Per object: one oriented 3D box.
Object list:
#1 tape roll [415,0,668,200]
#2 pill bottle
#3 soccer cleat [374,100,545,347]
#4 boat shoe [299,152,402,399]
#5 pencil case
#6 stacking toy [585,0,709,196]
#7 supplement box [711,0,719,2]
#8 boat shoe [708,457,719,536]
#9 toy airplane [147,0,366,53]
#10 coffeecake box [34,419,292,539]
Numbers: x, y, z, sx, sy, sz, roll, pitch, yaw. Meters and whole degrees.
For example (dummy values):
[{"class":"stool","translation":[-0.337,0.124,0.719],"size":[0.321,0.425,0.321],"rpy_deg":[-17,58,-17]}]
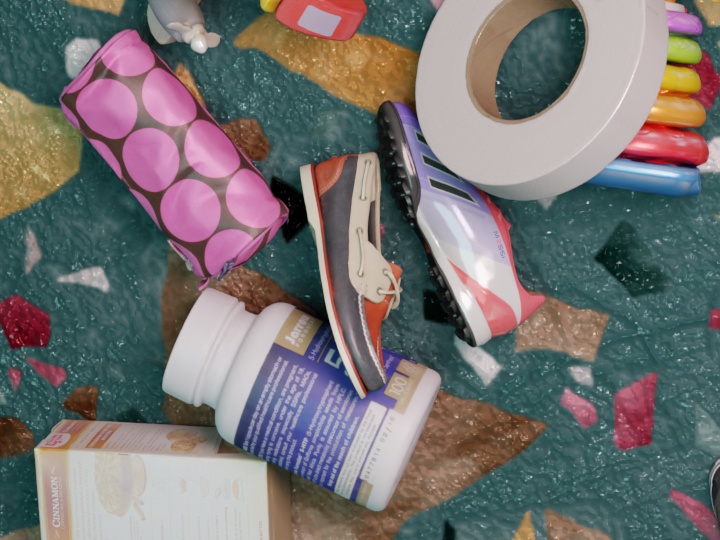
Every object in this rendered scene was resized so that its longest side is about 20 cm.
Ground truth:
[{"class":"tape roll","translation":[0.129,-0.150,1.572],"size":[0.202,0.037,0.205],"rpy_deg":[-17,61,34]},{"class":"pill bottle","translation":[-0.048,0.095,1.708],"size":[0.199,0.120,0.121],"rpy_deg":[24,110,5]},{"class":"soccer cleat","translation":[0.073,-0.044,1.676],"size":[0.073,0.068,0.201],"rpy_deg":[-24,93,-9]},{"class":"boat shoe","translation":[0.000,0.000,1.655],"size":[0.062,0.071,0.202],"rpy_deg":[-12,61,2]},{"class":"pencil case","translation":[-0.149,-0.086,1.698],"size":[0.093,0.091,0.200],"rpy_deg":[-38,92,20]},{"class":"stacking toy","translation":[0.210,-0.159,1.594],"size":[0.109,0.116,0.202],"rpy_deg":[8,94,8]},{"class":"supplement box","translation":[0.266,-0.301,1.521],"size":[0.085,0.110,0.202],"rpy_deg":[-12,103,17]},{"class":"boat shoe","translation":[0.323,0.239,1.691],"size":[0.069,0.066,0.202],"rpy_deg":[-17,101,18]},{"class":"toy airplane","translation":[-0.102,-0.256,1.605],"size":[0.198,0.141,0.201],"rpy_deg":[4,122,32]},{"class":"coffeecake box","translation":[-0.160,0.210,1.794],"size":[0.198,0.073,0.155],"rpy_deg":[2,107,13]}]
